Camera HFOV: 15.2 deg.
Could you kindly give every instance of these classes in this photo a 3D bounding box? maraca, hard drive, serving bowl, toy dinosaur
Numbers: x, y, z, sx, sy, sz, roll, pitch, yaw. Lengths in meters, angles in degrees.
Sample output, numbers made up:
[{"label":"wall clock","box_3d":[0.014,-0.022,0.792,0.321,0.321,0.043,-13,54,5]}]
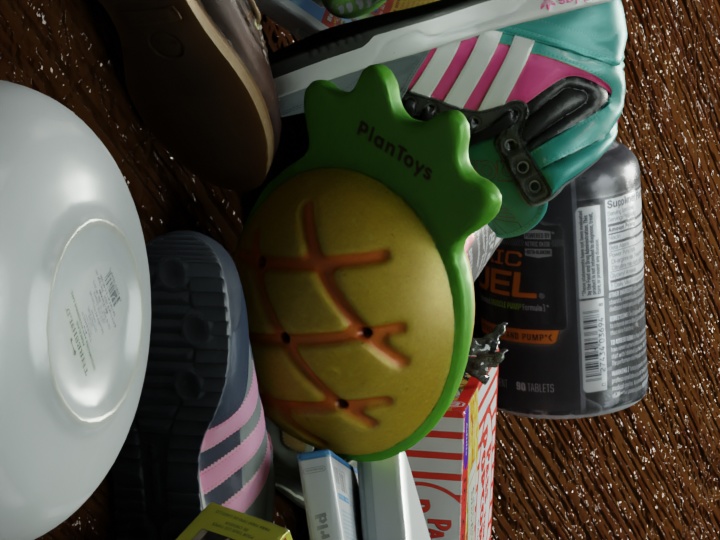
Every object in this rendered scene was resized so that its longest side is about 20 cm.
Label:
[{"label":"maraca","box_3d":[0.000,0.000,1.283,0.107,0.137,0.201,-28,143,-52]},{"label":"hard drive","box_3d":[0.026,0.200,1.299,0.200,0.027,0.132,-94,171,-46]},{"label":"serving bowl","box_3d":[-0.137,0.020,1.115,0.200,0.066,0.201,2,90,-68]},{"label":"toy dinosaur","box_3d":[0.037,0.029,1.488,0.048,0.088,0.200,-61,-176,30]}]

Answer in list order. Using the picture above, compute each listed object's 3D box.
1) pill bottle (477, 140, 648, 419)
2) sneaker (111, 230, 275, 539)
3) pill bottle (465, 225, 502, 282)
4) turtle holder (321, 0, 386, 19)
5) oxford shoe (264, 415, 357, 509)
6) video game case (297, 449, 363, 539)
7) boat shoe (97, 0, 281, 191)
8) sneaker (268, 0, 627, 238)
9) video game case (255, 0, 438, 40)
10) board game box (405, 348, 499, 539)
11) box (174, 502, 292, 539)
[{"label":"pill bottle","box_3d":[0.124,-0.016,1.686,0.106,0.106,0.201,-30,119,-64]},{"label":"sneaker","box_3d":[-0.073,0.070,1.267,0.082,0.070,0.201,-30,128,-57]},{"label":"pill bottle","box_3d":[0.030,-0.045,1.449,0.200,0.110,0.111,-53,139,-54]},{"label":"turtle holder","box_3d":[0.024,-0.201,1.318,0.186,0.132,0.141,51,45,-3]},{"label":"oxford shoe","box_3d":[-0.013,0.090,1.430,0.200,0.058,0.076,27,66,-67]},{"label":"video game case","box_3d":[0.002,0.191,1.294,0.143,0.018,0.201,55,25,-79]},{"label":"boat shoe","box_3d":[-0.078,-0.123,1.234,0.200,0.070,0.070,67,37,-45]},{"label":"sneaker","box_3d":[0.045,-0.071,1.332,0.084,0.199,0.121,-155,-129,-76]},{"label":"video game case","box_3d":[0.025,-0.151,1.402,0.200,0.017,0.143,34,53,-21]},{"label":"board game box","box_3d":[0.044,0.131,1.513,0.200,0.046,0.152,-49,141,-78]},{"label":"box","box_3d":[-0.099,0.194,1.170,0.200,0.050,0.075,-45,135,-36]}]
